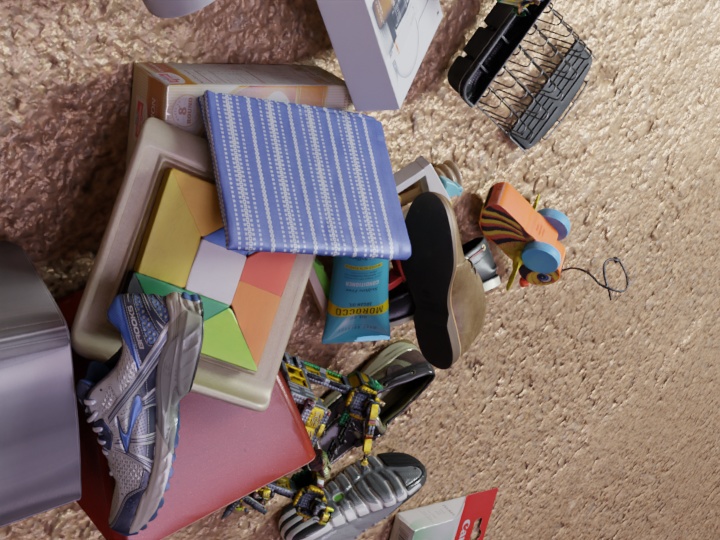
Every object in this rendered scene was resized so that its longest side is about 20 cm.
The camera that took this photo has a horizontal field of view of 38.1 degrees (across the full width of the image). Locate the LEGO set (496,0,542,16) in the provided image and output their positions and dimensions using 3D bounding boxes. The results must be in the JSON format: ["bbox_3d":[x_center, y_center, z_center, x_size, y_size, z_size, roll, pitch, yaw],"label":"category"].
[{"bbox_3d":[0.177,-0.353,1.010,0.114,0.153,0.203,-2,119,-38],"label":"LEGO set"}]

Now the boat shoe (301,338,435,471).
[{"bbox_3d":[0.005,0.166,1.221,0.200,0.065,0.073,-46,136,-8],"label":"boat shoe"}]

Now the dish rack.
[{"bbox_3d":[0.191,-0.219,1.155,0.154,0.055,0.199,-52,136,6],"label":"dish rack"}]

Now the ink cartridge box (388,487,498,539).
[{"bbox_3d":[0.117,0.399,1.461,0.197,0.050,0.164,-3,116,-36],"label":"ink cartridge box"}]

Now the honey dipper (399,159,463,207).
[{"bbox_3d":[0.024,-0.064,1.129,0.198,0.038,0.038,-28,129,-21],"label":"honey dipper"}]

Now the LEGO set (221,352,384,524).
[{"bbox_3d":[-0.059,0.192,1.111,0.152,0.116,0.201,31,100,-22],"label":"LEGO set"}]

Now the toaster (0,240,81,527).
[{"bbox_3d":[-0.304,0.093,0.834,0.117,0.200,0.184,-13,121,-28],"label":"toaster"}]

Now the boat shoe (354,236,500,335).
[{"bbox_3d":[0.067,0.020,1.194,0.199,0.073,0.064,-23,99,-19],"label":"boat shoe"}]

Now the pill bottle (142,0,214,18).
[{"bbox_3d":[-0.168,-0.298,0.776,0.119,0.119,0.201,-40,133,-14],"label":"pill bottle"}]

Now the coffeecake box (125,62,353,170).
[{"bbox_3d":[-0.112,-0.105,0.964,0.197,0.073,0.156,-7,118,-36],"label":"coffeecake box"}]

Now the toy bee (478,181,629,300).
[{"bbox_3d":[0.207,-0.016,1.256,0.201,0.108,0.131,51,53,-4],"label":"toy bee"}]

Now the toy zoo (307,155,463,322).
[{"bbox_3d":[0.028,-0.036,1.115,0.198,0.020,0.132,-33,137,-11],"label":"toy zoo"}]

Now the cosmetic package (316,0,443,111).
[{"bbox_3d":[0.011,-0.271,0.939,0.202,0.051,0.152,67,33,-41],"label":"cosmetic package"}]

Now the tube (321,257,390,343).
[{"bbox_3d":[0.000,0.000,1.076,0.076,0.051,0.203,0,131,-4],"label":"tube"}]

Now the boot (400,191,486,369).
[{"bbox_3d":[0.094,0.001,1.126,0.075,0.073,0.203,-30,125,-36],"label":"boot"}]

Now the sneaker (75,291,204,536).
[{"bbox_3d":[-0.180,0.107,0.810,0.084,0.077,0.204,11,102,-14],"label":"sneaker"}]

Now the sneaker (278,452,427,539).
[{"bbox_3d":[-0.007,0.308,1.298,0.197,0.075,0.117,-21,131,-17],"label":"sneaker"}]

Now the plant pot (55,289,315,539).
[{"bbox_3d":[-0.184,0.102,0.955,0.197,0.199,0.180,-22,113,-28],"label":"plant pot"}]

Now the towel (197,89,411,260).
[{"bbox_3d":[-0.045,-0.078,0.907,0.197,0.147,0.024,3,155,-39],"label":"towel"}]

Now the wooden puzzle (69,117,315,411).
[{"bbox_3d":[-0.125,-0.002,0.867,0.183,0.037,0.204,21,79,-28],"label":"wooden puzzle"}]
